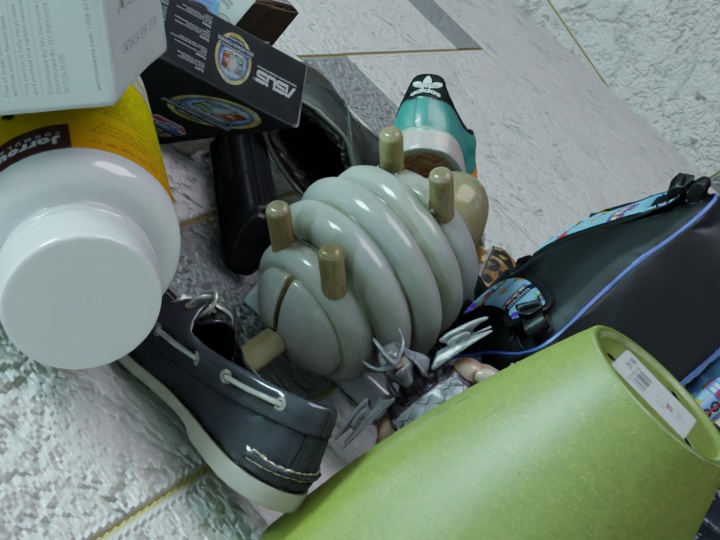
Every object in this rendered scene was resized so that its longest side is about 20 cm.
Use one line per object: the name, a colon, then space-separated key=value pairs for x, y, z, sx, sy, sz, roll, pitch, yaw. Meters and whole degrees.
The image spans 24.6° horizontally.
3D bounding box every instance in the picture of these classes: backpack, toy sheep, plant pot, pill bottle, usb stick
backpack: x=0.155 y=0.042 z=1.088 sx=0.135 sy=0.182 sz=0.200 roll=55 pitch=-19 yaw=-7
toy sheep: x=0.000 y=0.000 z=1.017 sx=0.138 sy=0.199 sz=0.138 roll=46 pitch=-25 yaw=29
plant pot: x=0.081 y=0.129 z=0.827 sx=0.187 sy=0.200 sz=0.187 roll=37 pitch=19 yaw=-15
pill bottle: x=-0.153 y=-0.039 z=0.858 sx=0.109 sy=0.109 sz=0.200 roll=31 pitch=21 yaw=-31
usb stick: x=-0.083 y=-0.065 z=1.157 sx=0.032 sy=0.056 sz=0.200 roll=18 pitch=26 yaw=-19

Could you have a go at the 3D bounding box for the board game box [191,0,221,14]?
board game box: x=-0.204 y=-0.196 z=1.067 sx=0.199 sy=0.037 sz=0.151 roll=14 pitch=9 yaw=-23

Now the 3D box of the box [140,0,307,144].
box: x=-0.156 y=-0.133 z=1.012 sx=0.159 sy=0.045 sz=0.199 roll=-1 pitch=-17 yaw=40

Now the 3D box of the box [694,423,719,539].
box: x=0.236 y=0.198 z=1.135 sx=0.200 sy=0.118 sz=0.197 roll=36 pitch=19 yaw=-16

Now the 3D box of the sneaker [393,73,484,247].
sneaker: x=0.060 y=-0.067 z=1.235 sx=0.200 sy=0.071 sz=0.080 roll=81 pitch=15 yaw=-60

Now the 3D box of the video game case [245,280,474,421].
video game case: x=0.018 y=0.056 z=1.152 sx=0.200 sy=0.023 sz=0.182 roll=41 pitch=18 yaw=-3

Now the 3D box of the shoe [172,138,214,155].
shoe: x=-0.180 y=-0.155 z=1.177 sx=0.200 sy=0.053 sz=0.070 roll=38 pitch=47 yaw=-4

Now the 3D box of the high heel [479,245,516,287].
high heel: x=0.142 y=0.047 z=1.344 sx=0.142 sy=0.072 sz=0.200 roll=38 pitch=9 yaw=4

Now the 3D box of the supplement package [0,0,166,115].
supplement package: x=-0.207 y=-0.139 z=0.792 sx=0.117 sy=0.198 sz=0.118 roll=-75 pitch=160 yaw=-69

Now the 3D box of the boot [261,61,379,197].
boot: x=-0.010 y=-0.080 z=1.250 sx=0.182 sy=0.073 sz=0.200 roll=43 pitch=4 yaw=-15

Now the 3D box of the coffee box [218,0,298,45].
coffee box: x=-0.160 y=-0.227 z=1.269 sx=0.200 sy=0.113 sz=0.080 roll=48 pitch=19 yaw=13

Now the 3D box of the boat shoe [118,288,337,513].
boat shoe: x=-0.077 y=0.044 z=0.878 sx=0.072 sy=0.063 sz=0.200 roll=16 pitch=21 yaw=-47

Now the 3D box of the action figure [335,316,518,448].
action figure: x=0.071 y=0.116 z=0.973 sx=0.200 sy=0.130 sz=0.069 roll=52 pitch=15 yaw=-7

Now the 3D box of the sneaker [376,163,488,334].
sneaker: x=0.040 y=0.002 z=1.179 sx=0.200 sy=0.076 sz=0.076 roll=51 pitch=5 yaw=-41
